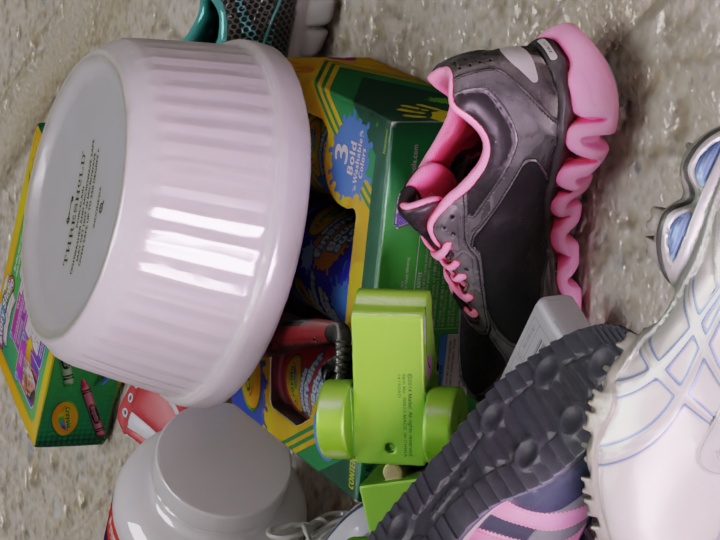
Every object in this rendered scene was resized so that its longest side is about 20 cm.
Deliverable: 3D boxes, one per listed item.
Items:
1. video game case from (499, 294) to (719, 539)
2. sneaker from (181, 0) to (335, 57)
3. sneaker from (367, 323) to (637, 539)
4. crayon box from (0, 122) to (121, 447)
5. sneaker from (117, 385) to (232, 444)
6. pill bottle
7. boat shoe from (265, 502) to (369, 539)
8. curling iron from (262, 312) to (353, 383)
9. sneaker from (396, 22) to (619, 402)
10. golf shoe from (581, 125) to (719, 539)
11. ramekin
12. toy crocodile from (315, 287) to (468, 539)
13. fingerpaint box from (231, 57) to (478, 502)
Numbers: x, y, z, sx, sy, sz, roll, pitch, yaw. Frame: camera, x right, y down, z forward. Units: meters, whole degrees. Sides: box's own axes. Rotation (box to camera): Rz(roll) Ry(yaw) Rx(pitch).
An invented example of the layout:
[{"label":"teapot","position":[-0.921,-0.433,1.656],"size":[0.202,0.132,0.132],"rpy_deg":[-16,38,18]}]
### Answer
[{"label":"video game case","position":[0.105,0.144,1.162],"size":[0.200,0.023,0.182],"rpy_deg":[59,142,35]},{"label":"sneaker","position":[-0.074,-0.102,1.455],"size":[0.078,0.091,0.200],"rpy_deg":[-148,60,-61]},{"label":"sneaker","position":[0.078,0.104,1.124],"size":[0.200,0.082,0.070],"rpy_deg":[-47,38,27]},{"label":"crayon box","position":[-0.203,0.011,1.765],"size":[0.119,0.058,0.200],"rpy_deg":[-121,38,-45]},{"label":"sneaker","position":[-0.117,0.033,1.576],"size":[0.113,0.071,0.200],"rpy_deg":[-54,47,47]},{"label":"pill bottle","position":[-0.095,0.164,1.464],"size":[0.200,0.112,0.113],"rpy_deg":[107,150,-50]},{"label":"boat shoe","position":[-0.012,0.165,1.377],"size":[0.202,0.074,0.086],"rpy_deg":[105,150,-49]},{"label":"curling iron","position":[-0.042,0.043,1.306],"size":[0.200,0.026,0.050],"rpy_deg":[-170,80,-64]},{"label":"sneaker","position":[0.057,-0.022,1.184],"size":[0.079,0.095,0.200],"rpy_deg":[48,140,50]},{"label":"golf shoe","position":[0.152,0.046,1.012],"size":[0.097,0.078,0.200],"rpy_deg":[29,113,47]},{"label":"ramekin","position":[-0.109,-0.031,1.333],"size":[0.202,0.094,0.203],"rpy_deg":[-34,51,56]},{"label":"toy crocodile","position":[0.023,0.104,1.207],"size":[0.062,0.067,0.200],"rpy_deg":[-45,-50,-69]},{"label":"fingerpaint box","position":[0.000,0.000,1.329],"size":[0.167,0.073,0.200],"rpy_deg":[-147,60,-60]}]
